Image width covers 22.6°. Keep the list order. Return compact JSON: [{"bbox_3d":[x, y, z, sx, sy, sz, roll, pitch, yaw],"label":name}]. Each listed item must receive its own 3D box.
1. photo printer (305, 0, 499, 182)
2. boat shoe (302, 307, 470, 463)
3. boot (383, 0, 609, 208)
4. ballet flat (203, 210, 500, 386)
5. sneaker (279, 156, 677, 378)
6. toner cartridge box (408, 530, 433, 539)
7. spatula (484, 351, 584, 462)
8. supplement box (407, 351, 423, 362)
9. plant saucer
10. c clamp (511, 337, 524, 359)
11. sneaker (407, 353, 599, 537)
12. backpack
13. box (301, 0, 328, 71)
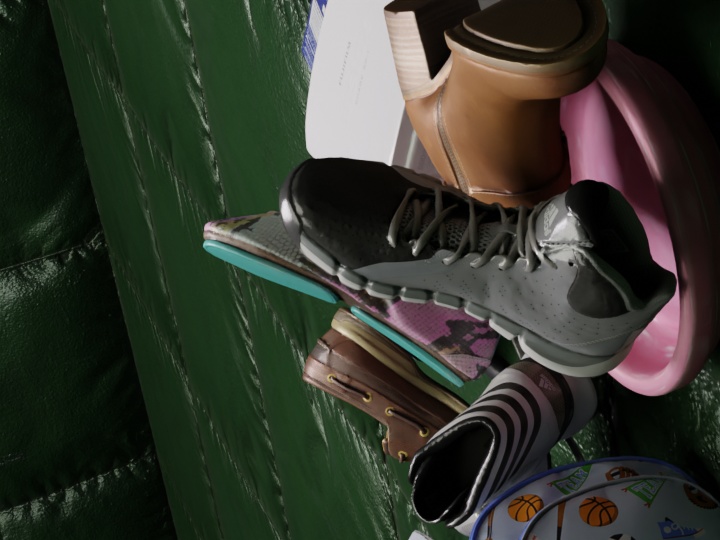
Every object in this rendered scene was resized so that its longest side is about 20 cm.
[{"bbox_3d":[0.024,-0.127,1.162,0.200,0.069,0.167,-130,50,-61],"label":"photo printer"},{"bbox_3d":[0.044,0.113,1.334,0.200,0.068,0.072,39,177,1],"label":"boat shoe"},{"bbox_3d":[0.083,-0.064,0.925,0.200,0.076,0.156,15,130,61],"label":"boot"},{"bbox_3d":[0.000,0.000,1.143,0.199,0.071,0.069,28,174,4],"label":"ballet flat"},{"bbox_3d":[0.066,-0.024,0.881,0.116,0.199,0.075,131,159,-58],"label":"sneaker"},{"bbox_3d":[0.118,0.245,1.184,0.199,0.043,0.095,34,173,-17],"label":"toner cartridge box"},{"bbox_3d":[0.129,0.110,1.141,0.200,0.021,0.057,49,163,17],"label":"spatula"},{"bbox_3d":[0.027,0.011,1.277,0.109,0.061,0.200,41,178,-2],"label":"supplement box"},{"bbox_3d":[0.145,-0.035,0.967,0.200,0.051,0.202,161,90,-76],"label":"plant saucer"},{"bbox_3d":[0.101,0.026,1.162,0.171,0.027,0.201,-118,3,-47],"label":"c clamp"},{"bbox_3d":[0.063,0.124,1.110,0.076,0.115,0.201,49,148,19],"label":"sneaker"},{"bbox_3d":[0.142,0.199,1.008,0.155,0.199,0.191,96,157,-43],"label":"backpack"},{"bbox_3d":[-0.002,-0.173,1.373,0.200,0.032,0.122,105,144,-67],"label":"box"}]
